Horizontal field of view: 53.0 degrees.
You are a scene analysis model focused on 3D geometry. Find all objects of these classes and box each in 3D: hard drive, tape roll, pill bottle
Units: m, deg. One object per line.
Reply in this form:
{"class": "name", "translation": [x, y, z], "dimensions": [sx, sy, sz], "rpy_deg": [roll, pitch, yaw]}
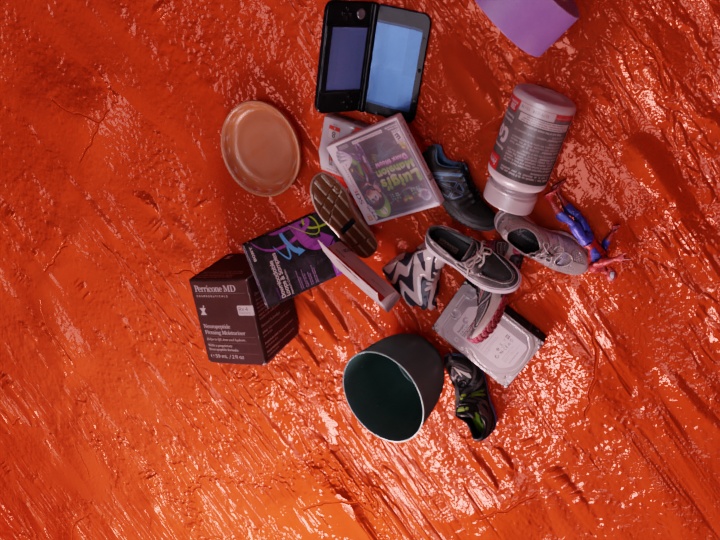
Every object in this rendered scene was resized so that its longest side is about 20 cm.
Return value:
{"class": "hard drive", "translation": [0.258, 0.126, 1.466], "dimensions": [0.199, 0.038, 0.141], "rpy_deg": [39, 122, 8]}
{"class": "tape roll", "translation": [0.249, -0.442, 1.133], "dimensions": [0.201, 0.200, 0.085], "rpy_deg": [49, 124, -1]}
{"class": "pill bottle", "translation": [0.289, -0.209, 1.262], "dimensions": [0.112, 0.114, 0.204], "rpy_deg": [24, 119, 15]}

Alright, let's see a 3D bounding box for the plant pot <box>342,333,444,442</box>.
{"class": "plant pot", "translation": [0.085, 0.225, 1.510], "dimensions": [0.197, 0.160, 0.206], "rpy_deg": [16, 120, 30]}

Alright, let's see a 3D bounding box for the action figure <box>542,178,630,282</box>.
{"class": "action figure", "translation": [0.417, -0.073, 1.280], "dimensions": [0.098, 0.065, 0.203], "rpy_deg": [-26, 99, 49]}

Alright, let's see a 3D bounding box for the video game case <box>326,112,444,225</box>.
{"class": "video game case", "translation": [0.044, -0.186, 1.379], "dimensions": [0.197, 0.023, 0.184], "rpy_deg": [-12, 115, 46]}

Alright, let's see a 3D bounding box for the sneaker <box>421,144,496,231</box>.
{"class": "sneaker", "translation": [0.185, -0.153, 1.362], "dimensions": [0.199, 0.073, 0.083], "rpy_deg": [39, 122, 6]}

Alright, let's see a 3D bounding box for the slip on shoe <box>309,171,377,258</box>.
{"class": "slip on shoe", "translation": [-0.036, -0.114, 1.478], "dimensions": [0.076, 0.061, 0.201], "rpy_deg": [-40, 107, 3]}

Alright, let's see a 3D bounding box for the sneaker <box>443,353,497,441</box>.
{"class": "sneaker", "translation": [0.229, 0.265, 1.510], "dimensions": [0.070, 0.082, 0.204], "rpy_deg": [-16, 102, 36]}

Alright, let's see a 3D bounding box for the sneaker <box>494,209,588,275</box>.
{"class": "sneaker", "translation": [0.331, -0.038, 1.320], "dimensions": [0.196, 0.083, 0.076], "rpy_deg": [25, 121, -4]}

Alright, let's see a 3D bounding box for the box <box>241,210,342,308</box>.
{"class": "box", "translation": [-0.136, -0.027, 1.524], "dimensions": [0.196, 0.036, 0.146], "rpy_deg": [-25, 104, -12]}

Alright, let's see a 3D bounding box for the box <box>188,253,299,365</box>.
{"class": "box", "translation": [-0.258, 0.084, 1.629], "dimensions": [0.162, 0.164, 0.205], "rpy_deg": [-1, 111, 26]}

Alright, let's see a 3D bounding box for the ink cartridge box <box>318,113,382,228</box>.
{"class": "ink cartridge box", "translation": [-0.014, -0.197, 1.458], "dimensions": [0.159, 0.050, 0.205], "rpy_deg": [22, 116, 17]}

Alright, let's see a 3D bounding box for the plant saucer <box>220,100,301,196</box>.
{"class": "plant saucer", "translation": [-0.207, -0.260, 1.535], "dimensions": [0.195, 0.037, 0.205], "rpy_deg": [11, 116, 23]}

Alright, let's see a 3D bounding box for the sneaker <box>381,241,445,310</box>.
{"class": "sneaker", "translation": [0.146, 0.013, 1.450], "dimensions": [0.196, 0.079, 0.131], "rpy_deg": [-26, 100, 32]}

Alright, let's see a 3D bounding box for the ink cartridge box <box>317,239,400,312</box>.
{"class": "ink cartridge box", "translation": [0.000, 0.000, 1.422], "dimensions": [0.159, 0.200, 0.047], "rpy_deg": [42, 85, 15]}

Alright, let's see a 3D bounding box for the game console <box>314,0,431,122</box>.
{"class": "game console", "translation": [0.020, -0.380, 1.329], "dimensions": [0.118, 0.168, 0.205], "rpy_deg": [33, 126, 41]}

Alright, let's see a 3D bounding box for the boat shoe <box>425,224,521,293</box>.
{"class": "boat shoe", "translation": [0.208, -0.026, 1.325], "dimensions": [0.197, 0.068, 0.074], "rpy_deg": [35, 83, 11]}

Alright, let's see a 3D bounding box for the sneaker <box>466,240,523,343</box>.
{"class": "sneaker", "translation": [0.248, 0.043, 1.389], "dimensions": [0.073, 0.080, 0.204], "rpy_deg": [21, 85, 22]}
